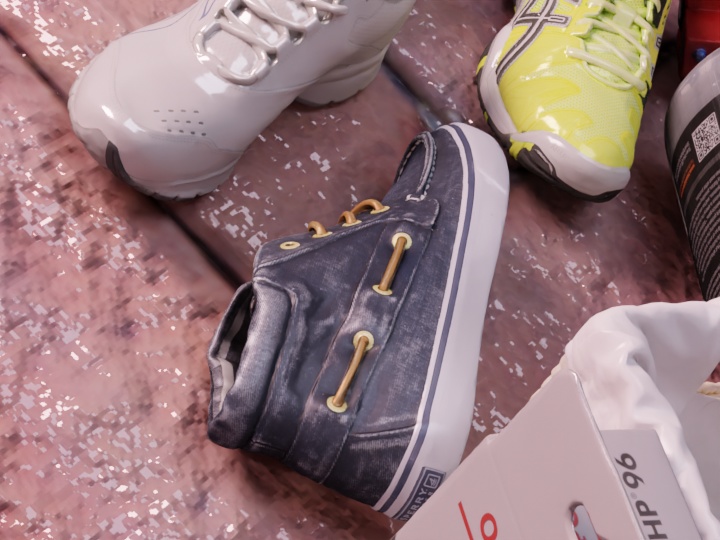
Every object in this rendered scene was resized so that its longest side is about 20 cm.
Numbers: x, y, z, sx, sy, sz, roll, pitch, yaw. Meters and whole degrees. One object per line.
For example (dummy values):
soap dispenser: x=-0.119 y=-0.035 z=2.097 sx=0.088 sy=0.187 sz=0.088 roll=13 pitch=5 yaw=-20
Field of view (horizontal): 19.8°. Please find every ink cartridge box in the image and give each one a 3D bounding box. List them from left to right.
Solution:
ink cartridge box: x=0.054 y=0.126 z=0.621 sx=0.068 sy=0.200 sz=0.116 roll=0 pitch=55 yaw=-33

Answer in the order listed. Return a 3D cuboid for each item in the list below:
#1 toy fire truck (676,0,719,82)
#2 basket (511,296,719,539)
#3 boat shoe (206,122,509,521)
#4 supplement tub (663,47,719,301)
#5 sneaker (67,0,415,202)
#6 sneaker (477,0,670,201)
toy fire truck: x=0.180 y=-0.154 z=0.955 sx=0.049 sy=0.200 sz=0.141 roll=5 pitch=36 yaw=4
basket: x=0.148 y=0.130 z=0.718 sx=0.198 sy=0.161 sz=0.200 roll=0 pitch=56 yaw=-36
boat shoe: x=0.000 y=0.000 z=0.790 sx=0.091 sy=0.071 sz=0.200 roll=22 pitch=41 yaw=-10
supplement tub: x=0.209 y=-0.002 z=0.906 sx=0.122 sy=0.123 sz=0.200 roll=15 pitch=48 yaw=-26
sneaker: x=-0.042 y=-0.096 z=0.831 sx=0.075 sy=0.087 sz=0.200 roll=46 pitch=43 yaw=4
sneaker: x=0.106 y=-0.116 z=0.950 sx=0.075 sy=0.076 sz=0.200 roll=25 pitch=44 yaw=-17
